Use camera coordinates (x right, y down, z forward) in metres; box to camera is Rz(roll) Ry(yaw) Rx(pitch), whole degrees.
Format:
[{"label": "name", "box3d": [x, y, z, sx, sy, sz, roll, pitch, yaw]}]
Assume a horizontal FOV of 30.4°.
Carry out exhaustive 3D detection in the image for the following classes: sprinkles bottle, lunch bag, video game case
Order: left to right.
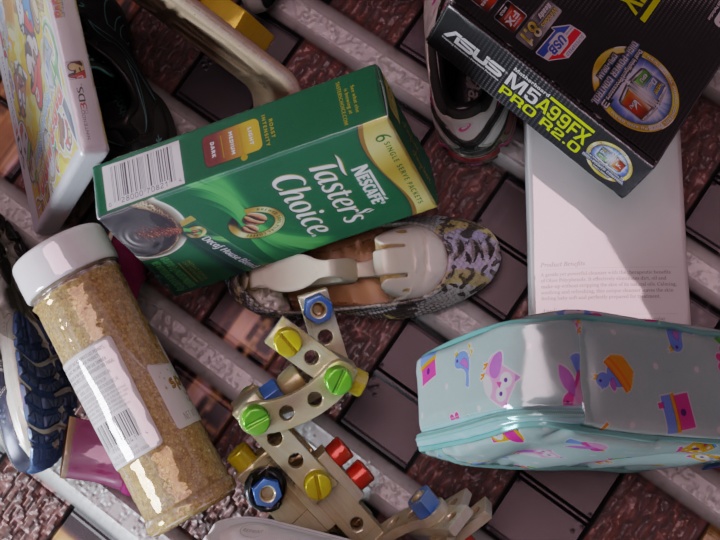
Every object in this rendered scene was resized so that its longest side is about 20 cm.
[{"label": "video game case", "box3d": [-0.220, -0.138, 0.914, 0.023, 0.200, 0.185, -10, 81, -24]}, {"label": "sprinkles bottle", "box3d": [-0.155, 0.071, 0.871, 0.068, 0.068, 0.202, -29, 85, 0]}, {"label": "lunch bag", "box3d": [0.140, 0.083, 0.819, 0.197, 0.160, 0.078, 8, 71, -26]}]

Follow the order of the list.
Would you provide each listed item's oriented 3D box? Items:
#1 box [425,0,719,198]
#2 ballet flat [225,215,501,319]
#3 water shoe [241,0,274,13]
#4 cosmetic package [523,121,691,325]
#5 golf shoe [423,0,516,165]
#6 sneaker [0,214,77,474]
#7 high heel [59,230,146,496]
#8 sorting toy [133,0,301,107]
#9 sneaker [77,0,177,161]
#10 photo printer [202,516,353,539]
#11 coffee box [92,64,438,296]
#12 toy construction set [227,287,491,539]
[{"label": "box", "box3d": [0.158, -0.168, 0.848, 0.160, 0.044, 0.201, 38, 60, 1]}, {"label": "ballet flat", "box3d": [0.000, 0.000, 0.922, 0.197, 0.072, 0.073, -6, 76, 6]}, {"label": "water shoe", "box3d": [-0.029, -0.281, 0.989, 0.078, 0.072, 0.203, 19, 80, 14]}, {"label": "cosmetic package", "box3d": [0.164, -0.041, 0.901, 0.106, 0.085, 0.203, 0, 76, 6]}, {"label": "golf shoe", "box3d": [0.080, -0.183, 0.943, 0.071, 0.092, 0.203, -5, 75, 9]}, {"label": "sneaker", "box3d": [-0.267, 0.058, 0.951, 0.084, 0.077, 0.202, -26, 67, 11]}, {"label": "high heel", "box3d": [-0.152, 0.059, 0.946, 0.095, 0.067, 0.203, 11, 76, -15]}, {"label": "sorting toy", "box3d": [-0.121, -0.181, 0.888, 0.199, 0.185, 0.037, 41, 88, -14]}, {"label": "sneaker", "box3d": [-0.201, -0.162, 0.983, 0.075, 0.079, 0.201, -37, 73, 0]}, {"label": "photo printer", "box3d": [-0.023, 0.249, 0.838, 0.197, 0.069, 0.169, 11, 110, 11]}, {"label": "coffee box", "box3d": [-0.058, -0.054, 0.854, 0.197, 0.123, 0.045, -18, 60, 10]}, {"label": "toy construction set", "box3d": [-0.010, 0.124, 0.876, 0.131, 0.092, 0.200, -42, 86, -2]}]
